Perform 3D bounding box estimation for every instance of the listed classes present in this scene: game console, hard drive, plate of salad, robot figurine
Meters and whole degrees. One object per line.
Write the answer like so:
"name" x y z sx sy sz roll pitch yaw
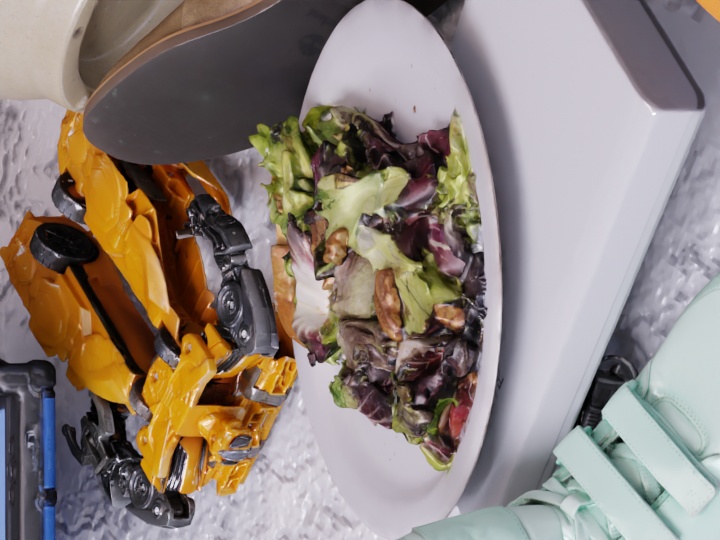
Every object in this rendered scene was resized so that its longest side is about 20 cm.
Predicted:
"game console" -0.203 0.076 1.094 0.200 0.117 0.172 163 107 -77
"hard drive" 0.055 -0.020 0.860 0.132 0.026 0.201 -114 32 -42
"plate of salad" 0.000 0.000 0.901 0.200 0.048 0.202 179 90 -67
"robot figurine" -0.089 0.015 1.060 0.200 0.058 0.146 52 126 39

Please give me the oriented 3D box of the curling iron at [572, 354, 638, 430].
"curling iron" 0.073 -0.033 0.890 0.049 0.025 0.202 -18 74 55

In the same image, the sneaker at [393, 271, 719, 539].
"sneaker" 0.076 0.081 0.807 0.074 0.118 0.202 48 121 43

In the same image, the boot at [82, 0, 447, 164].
"boot" -0.035 -0.112 0.992 0.199 0.073 0.076 -32 50 27

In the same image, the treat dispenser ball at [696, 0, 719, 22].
"treat dispenser ball" 0.162 -0.144 0.654 0.200 0.200 0.203 -5 84 50

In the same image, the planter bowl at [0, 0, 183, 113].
"planter bowl" -0.137 -0.152 1.048 0.134 0.200 0.201 38 119 15
